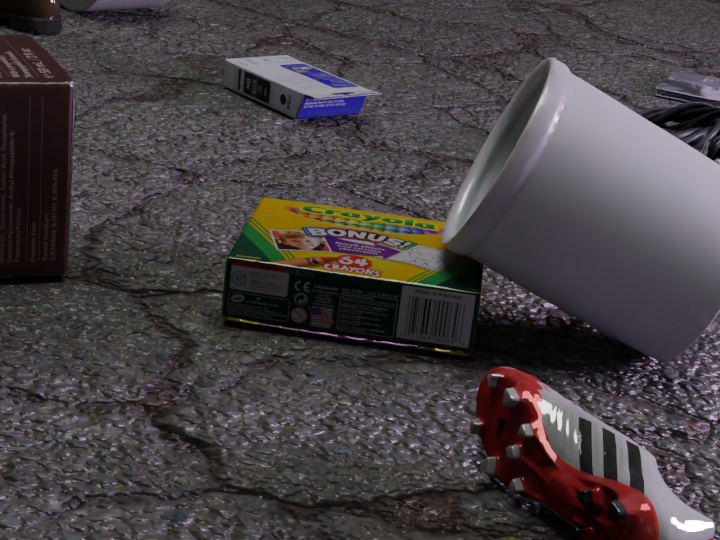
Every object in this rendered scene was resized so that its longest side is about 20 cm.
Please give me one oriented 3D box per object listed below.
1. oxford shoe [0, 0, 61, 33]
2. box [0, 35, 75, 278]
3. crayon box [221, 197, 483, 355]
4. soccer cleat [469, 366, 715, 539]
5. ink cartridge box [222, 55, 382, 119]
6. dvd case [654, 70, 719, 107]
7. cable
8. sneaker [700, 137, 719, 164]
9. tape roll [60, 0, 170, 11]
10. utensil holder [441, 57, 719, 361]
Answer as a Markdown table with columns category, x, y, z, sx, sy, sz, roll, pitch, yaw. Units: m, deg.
| category | x | y | z | sx | sy | sz | roll | pitch | yaw |
| --- | --- | --- | --- | --- | --- | --- | --- | --- | --- |
| oxford shoe | -0.490 | -0.381 | 2.116 | 0.199 | 0.085 | 0.073 | 12 | 22 | 20 |
| box | -0.347 | -0.094 | 1.258 | 0.199 | 0.165 | 0.166 | -3 | 22 | -25 |
| crayon box | 0.000 | 0.000 | 1.274 | 0.198 | 0.059 | 0.173 | 8 | 20 | 3 |
| soccer cleat | 0.141 | 0.124 | 0.984 | 0.085 | 0.069 | 0.200 | 5 | 21 | -32 |
| ink cartridge box | -0.072 | -0.217 | 1.873 | 0.099 | 0.039 | 0.200 | -8 | 24 | -36 |
| dvd case | 0.525 | -0.245 | 2.179 | 0.199 | 0.016 | 0.149 | 15 | 21 | 20 |
| cable | 0.325 | -0.154 | 1.736 | 0.199 | 0.051 | 0.163 | -5 | 8 | 23 |
| sneaker | 0.386 | -0.102 | 1.641 | 0.075 | 0.088 | 0.200 | 6 | 18 | 4 |
| tape roll | -0.358 | -0.479 | 2.252 | 0.139 | 0.204 | 0.202 | -12 | 27 | -40 |
| utensil holder | 0.190 | -0.046 | 1.223 | 0.199 | 0.171 | 0.170 | 29 | 19 | -5 |
